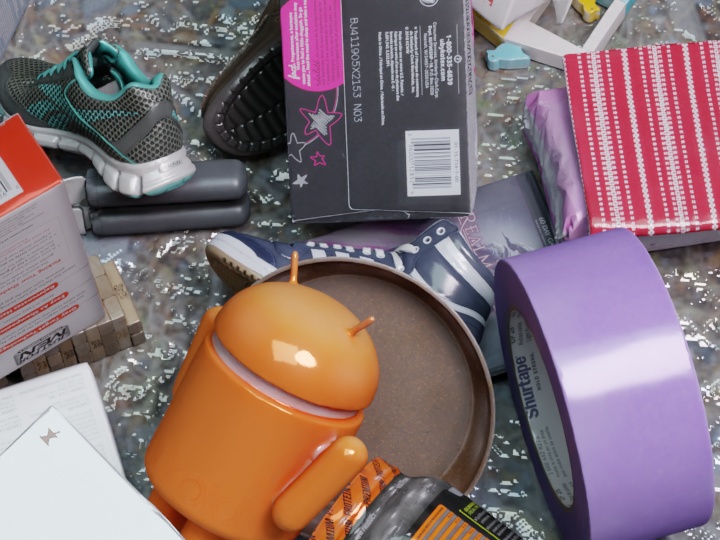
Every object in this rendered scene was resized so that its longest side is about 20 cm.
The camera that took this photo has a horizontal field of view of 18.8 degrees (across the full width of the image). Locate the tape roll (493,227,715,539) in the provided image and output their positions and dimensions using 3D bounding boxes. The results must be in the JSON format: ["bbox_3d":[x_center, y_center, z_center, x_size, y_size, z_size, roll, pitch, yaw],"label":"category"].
[{"bbox_3d":[0.154,0.079,1.399,0.084,0.200,0.201,-14,65,-5],"label":"tape roll"}]

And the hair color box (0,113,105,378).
[{"bbox_3d":[-0.231,-0.008,1.390,0.101,0.200,0.061,-31,67,-13],"label":"hair color box"}]

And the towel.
[{"bbox_3d":[0.244,-0.092,1.490,0.199,0.023,0.145,-5,65,-4],"label":"towel"}]

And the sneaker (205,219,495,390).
[{"bbox_3d":[0.000,0.000,1.491,0.199,0.070,0.109,28,73,7],"label":"sneaker"}]

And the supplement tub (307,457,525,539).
[{"bbox_3d":[0.062,0.214,1.369,0.200,0.123,0.123,36,70,11],"label":"supplement tub"}]

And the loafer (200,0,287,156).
[{"bbox_3d":[-0.047,-0.163,1.603,0.200,0.073,0.071,-46,35,-16],"label":"loafer"}]

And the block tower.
[{"bbox_3d":[-0.253,0.053,1.502,0.199,0.054,0.058,-23,65,-10],"label":"block tower"}]

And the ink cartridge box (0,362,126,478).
[{"bbox_3d":[-0.227,0.180,1.455,0.159,0.047,0.201,-17,78,-7],"label":"ink cartridge box"}]

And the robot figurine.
[{"bbox_3d":[-0.060,0.094,1.373,0.116,0.144,0.201,25,106,-10],"label":"robot figurine"}]

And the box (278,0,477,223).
[{"bbox_3d":[0.013,-0.144,1.505,0.131,0.115,0.201,-2,105,2],"label":"box"}]

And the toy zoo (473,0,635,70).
[{"bbox_3d":[0.149,-0.231,1.647,0.131,0.020,0.200,30,68,15],"label":"toy zoo"}]

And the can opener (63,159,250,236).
[{"bbox_3d":[-0.177,-0.037,1.539,0.199,0.054,0.067,-4,44,0],"label":"can opener"}]

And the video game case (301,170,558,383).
[{"bbox_3d":[0.053,0.020,1.531,0.199,0.019,0.143,-18,65,-6],"label":"video game case"}]

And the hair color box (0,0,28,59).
[{"bbox_3d":[-0.328,-0.153,1.600,0.098,0.061,0.201,16,65,10],"label":"hair color box"}]

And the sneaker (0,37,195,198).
[{"bbox_3d":[-0.190,-0.128,1.541,0.199,0.092,0.077,26,41,37],"label":"sneaker"}]

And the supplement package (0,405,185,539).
[{"bbox_3d":[-0.169,0.217,1.319,0.191,0.200,0.147,44,76,9],"label":"supplement package"}]

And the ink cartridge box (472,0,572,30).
[{"bbox_3d":[0.103,-0.283,1.575,0.200,0.129,0.125,41,50,18],"label":"ink cartridge box"}]

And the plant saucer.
[{"bbox_3d":[-0.006,0.084,1.438,0.199,0.034,0.202,4,105,13],"label":"plant saucer"}]

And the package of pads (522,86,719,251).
[{"bbox_3d":[0.222,-0.078,1.535,0.199,0.076,0.121,-9,64,-8],"label":"package of pads"}]
